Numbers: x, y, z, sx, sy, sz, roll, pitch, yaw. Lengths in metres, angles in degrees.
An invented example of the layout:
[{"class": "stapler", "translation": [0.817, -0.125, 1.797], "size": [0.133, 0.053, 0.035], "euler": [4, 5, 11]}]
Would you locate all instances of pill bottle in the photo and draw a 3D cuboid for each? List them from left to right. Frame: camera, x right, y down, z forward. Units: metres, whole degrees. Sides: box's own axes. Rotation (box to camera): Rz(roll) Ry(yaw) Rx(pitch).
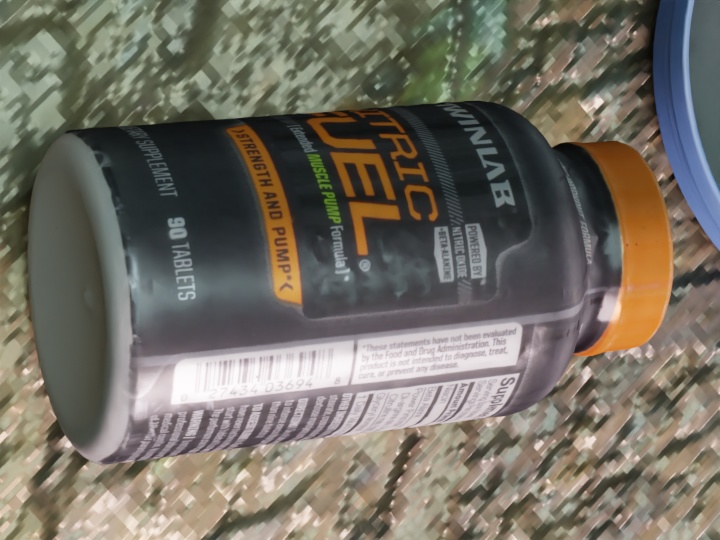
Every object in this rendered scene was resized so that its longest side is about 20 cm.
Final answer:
[{"class": "pill bottle", "translation": [0.000, 0.000, 0.897], "size": [0.199, 0.106, 0.107], "euler": [-6, 91, -23]}]

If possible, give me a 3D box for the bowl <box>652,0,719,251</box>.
[{"class": "bowl", "translation": [0.197, -0.074, 1.013], "size": [0.200, 0.039, 0.202], "euler": [0, 89, -22]}]
